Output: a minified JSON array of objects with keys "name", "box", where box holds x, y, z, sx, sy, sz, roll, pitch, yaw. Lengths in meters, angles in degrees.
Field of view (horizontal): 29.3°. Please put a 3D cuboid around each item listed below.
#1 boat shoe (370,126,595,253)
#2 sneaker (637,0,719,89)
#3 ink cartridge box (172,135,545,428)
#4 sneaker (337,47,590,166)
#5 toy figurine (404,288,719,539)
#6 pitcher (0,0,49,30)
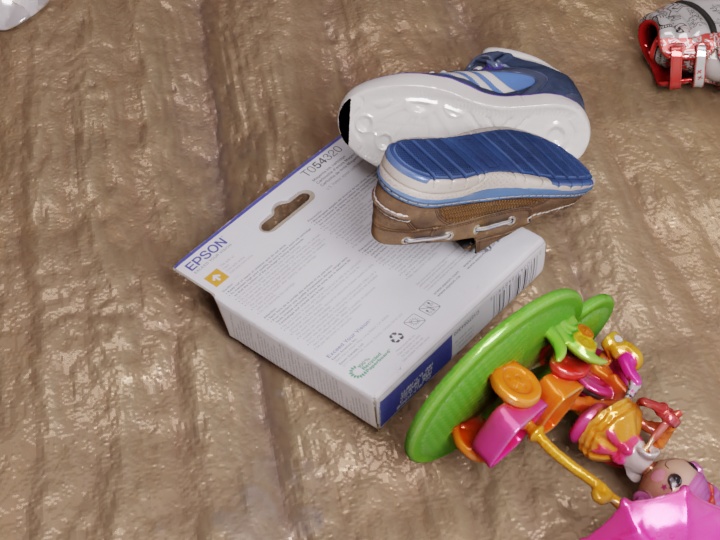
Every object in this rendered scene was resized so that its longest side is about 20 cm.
[{"name":"boat shoe","box":[0.082,-0.055,0.977,0.199,0.073,0.072,-3,40,-39]},{"name":"sneaker","box":[0.308,-0.161,1.123,0.107,0.068,0.202,-20,45,-12]},{"name":"ink cartridge box","box":[0.000,0.000,1.013,0.199,0.043,0.196,30,54,30]},{"name":"sneaker","box":[0.078,-0.130,1.092,0.198,0.081,0.147,2,24,-5]},{"name":"toy figurine","box":[0.157,0.121,0.858,0.199,0.151,0.184,-20,58,-46]},{"name":"pitcher","box":[-0.377,-0.337,1.247,0.171,0.201,0.121,20,51,23]}]
